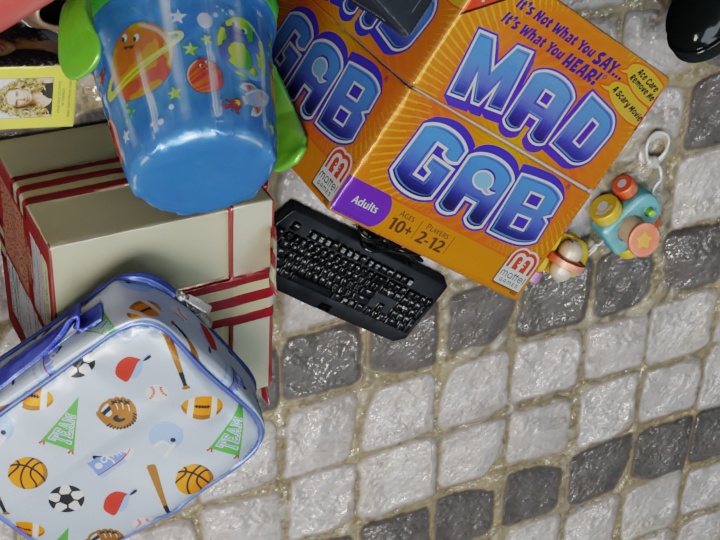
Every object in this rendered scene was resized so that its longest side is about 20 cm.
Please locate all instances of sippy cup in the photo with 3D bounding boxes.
[{"bbox_3d":[-0.111,-0.114,0.935,0.176,0.131,0.140,-3,151,-19],"label":"sippy cup"}]

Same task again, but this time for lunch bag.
[{"bbox_3d":[-0.170,0.095,0.954,0.199,0.076,0.160,-35,123,11],"label":"lunch bag"}]

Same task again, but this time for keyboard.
[{"bbox_3d":[0.000,0.000,1.234,0.199,0.040,0.104,24,106,-40],"label":"keyboard"}]

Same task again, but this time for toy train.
[{"bbox_3d":[0.209,-0.055,1.309,0.198,0.056,0.151,-12,126,-23],"label":"toy train"}]

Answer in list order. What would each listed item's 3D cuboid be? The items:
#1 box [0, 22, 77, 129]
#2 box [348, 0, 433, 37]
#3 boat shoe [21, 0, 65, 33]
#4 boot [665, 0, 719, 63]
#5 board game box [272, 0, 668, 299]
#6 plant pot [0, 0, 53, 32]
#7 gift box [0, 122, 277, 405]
[{"bbox_3d":[-0.294,-0.128,0.954,0.199,0.075,0.050,-7,126,-28],"label":"box"},{"bbox_3d":[-0.032,-0.248,0.831,0.107,0.148,0.200,-55,151,0],"label":"box"},{"bbox_3d":[-0.144,-0.192,0.999,0.199,0.072,0.073,-15,127,-22],"label":"boat shoe"},{"bbox_3d":[0.301,-0.294,1.195,0.199,0.073,0.162,-49,134,-3],"label":"boot"},{"bbox_3d":[0.058,-0.138,1.069,0.199,0.200,0.201,24,107,-39],"label":"board game box"},{"bbox_3d":[-0.240,-0.230,0.853,0.177,0.200,0.202,-27,131,-25],"label":"plant pot"},{"bbox_3d":[-0.150,0.005,1.049,0.185,0.200,0.186,-14,132,-24],"label":"gift box"}]
